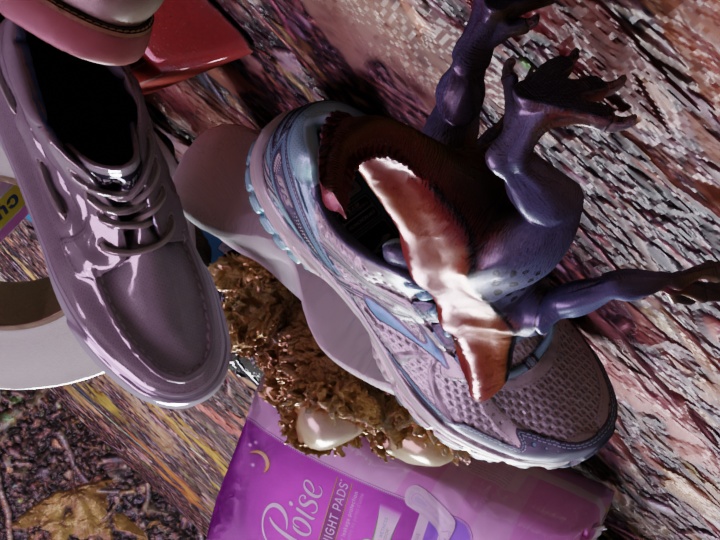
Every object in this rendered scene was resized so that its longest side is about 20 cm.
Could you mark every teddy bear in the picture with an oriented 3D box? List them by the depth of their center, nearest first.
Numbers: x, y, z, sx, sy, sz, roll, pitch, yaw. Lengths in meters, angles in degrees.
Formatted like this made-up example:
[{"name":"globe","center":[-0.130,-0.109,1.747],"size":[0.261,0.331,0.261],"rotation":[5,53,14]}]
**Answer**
[{"name":"teddy bear","center":[-0.010,0.037,1.187],"size":[0.144,0.067,0.200],"rotation":[14,-162,-7]}]

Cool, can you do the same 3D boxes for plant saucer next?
[{"name":"plant saucer","center":[-0.154,-0.153,1.128],"size":[0.200,0.037,0.200],"rotation":[45,167,-12]}]

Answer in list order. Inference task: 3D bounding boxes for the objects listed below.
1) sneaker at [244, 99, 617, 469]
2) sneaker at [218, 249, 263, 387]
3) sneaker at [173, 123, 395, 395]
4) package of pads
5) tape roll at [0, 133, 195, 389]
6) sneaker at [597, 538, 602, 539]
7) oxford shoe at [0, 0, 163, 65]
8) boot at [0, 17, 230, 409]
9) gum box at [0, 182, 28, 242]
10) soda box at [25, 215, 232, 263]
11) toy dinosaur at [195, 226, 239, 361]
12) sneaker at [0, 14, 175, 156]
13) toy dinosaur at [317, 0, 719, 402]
[{"name":"sneaker","center":[0.031,0.008,1.004],"size":[0.200,0.078,0.086],"rotation":[42,165,-1]},{"name":"sneaker","center":[-0.019,0.061,1.366],"size":[0.200,0.076,0.114],"rotation":[51,168,-22]},{"name":"sneaker","center":[0.000,0.000,1.129],"size":[0.200,0.075,0.088],"rotation":[41,-178,37]},{"name":"package of pads","center":[0.025,0.133,1.256],"size":[0.199,0.121,0.076],"rotation":[24,-155,13]},{"name":"tape roll","center":[-0.185,-0.020,1.219],"size":[0.203,0.202,0.037],"rotation":[50,-152,-33]},{"name":"sneaker","center":[0.106,0.178,1.336],"size":[0.200,0.087,0.075],"rotation":[42,167,-1]},{"name":"oxford shoe","center":[-0.164,-0.168,1.003],"size":[0.200,0.075,0.071],"rotation":[29,-150,-3]},{"name":"boot","center":[-0.116,-0.031,1.093],"size":[0.200,0.073,0.096],"rotation":[60,165,2]},{"name":"gum box","center":[-0.251,-0.060,1.366],"size":[0.114,0.200,0.066],"rotation":[49,167,-23]},{"name":"soda box","center":[-0.141,-0.026,1.468],"size":[0.200,0.064,0.068],"rotation":[37,168,26]},{"name":"toy dinosaur","center":[-0.122,-0.001,1.320],"size":[0.077,0.103,0.200],"rotation":[19,-176,-27]},{"name":"sneaker","center":[-0.162,-0.100,1.270],"size":[0.066,0.091,0.200],"rotation":[32,-170,41]},{"name":"toy dinosaur","center":[0.030,-0.015,0.774],"size":[0.105,0.199,0.182],"rotation":[53,143,31]}]
